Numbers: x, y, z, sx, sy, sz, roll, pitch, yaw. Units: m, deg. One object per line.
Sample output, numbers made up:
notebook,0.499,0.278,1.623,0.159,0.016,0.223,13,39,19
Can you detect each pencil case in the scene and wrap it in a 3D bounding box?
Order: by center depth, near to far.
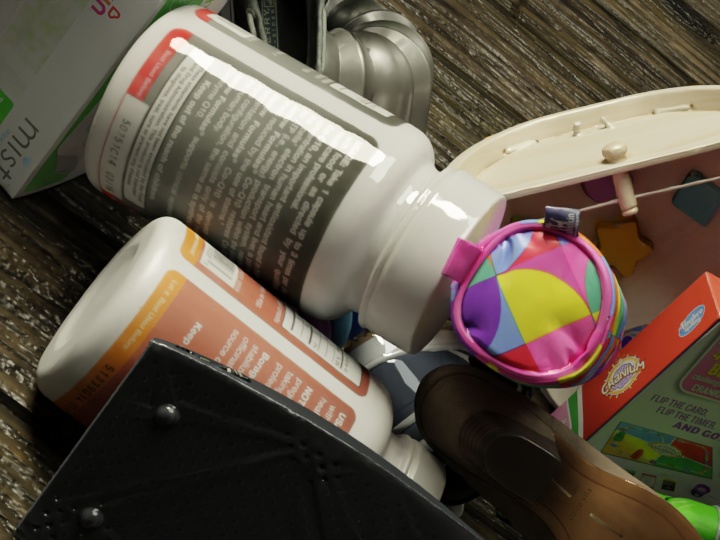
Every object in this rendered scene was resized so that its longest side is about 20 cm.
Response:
pencil case,0.095,0.019,0.984,0.088,0.088,0.200,50,3,11

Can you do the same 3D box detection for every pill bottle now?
pill bottle,-0.057,0.074,0.967,0.200,0.112,0.112,39,30,-13
pill bottle,-0.033,-0.045,0.990,0.200,0.114,0.114,31,28,11

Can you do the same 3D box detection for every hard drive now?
hard drive,-0.048,0.124,0.904,0.200,0.135,0.042,33,17,-14

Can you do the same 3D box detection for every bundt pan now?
bundt pan,-0.041,-0.140,1.220,0.201,0.076,0.202,14,23,-6

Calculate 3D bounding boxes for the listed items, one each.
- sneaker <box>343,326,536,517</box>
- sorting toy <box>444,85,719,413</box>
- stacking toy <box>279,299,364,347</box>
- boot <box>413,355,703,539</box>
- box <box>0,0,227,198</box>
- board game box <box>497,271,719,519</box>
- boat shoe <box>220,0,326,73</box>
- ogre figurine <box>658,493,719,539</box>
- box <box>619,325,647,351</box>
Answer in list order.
sneaker,0.077,0.088,1.154,0.200,0.070,0.109,-1,52,-49
sorting toy,0.160,-0.005,1.133,0.107,0.200,0.180,-97,174,-73
stacking toy,0.000,0.000,1.102,0.200,0.085,0.085,-26,71,-38
boot,0.112,0.121,1.009,0.200,0.070,0.146,44,1,-10
box,-0.174,-0.175,1.058,0.177,0.200,0.097,48,31,7
board game box,0.201,0.104,1.150,0.153,0.200,0.040,26,34,-28
boat shoe,-0.051,-0.192,1.081,0.073,0.200,0.068,-2,7,-28
ogre figurine,0.157,0.201,1.080,0.120,0.200,0.098,32,-14,2
box,0.186,0.016,1.279,0.103,0.095,0.200,40,6,-6
